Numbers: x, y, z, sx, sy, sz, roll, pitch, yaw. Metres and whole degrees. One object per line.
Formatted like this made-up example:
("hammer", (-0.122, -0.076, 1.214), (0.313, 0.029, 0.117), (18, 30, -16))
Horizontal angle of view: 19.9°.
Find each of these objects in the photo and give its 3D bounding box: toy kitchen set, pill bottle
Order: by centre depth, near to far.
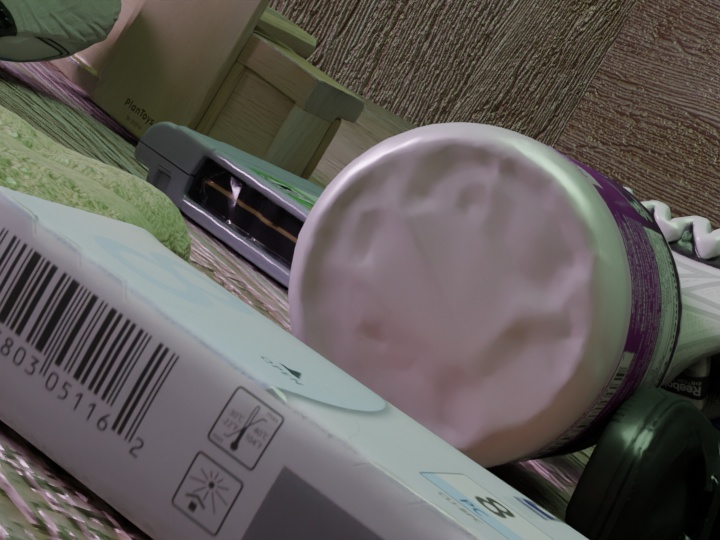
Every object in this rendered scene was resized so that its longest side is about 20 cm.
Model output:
("pill bottle", (0.055, 0.012, 0.733), (0.112, 0.113, 0.200), (32, 6, 16))
("toy kitchen set", (-0.038, -0.130, 1.129), (0.200, 0.164, 0.180), (38, 11, 35))

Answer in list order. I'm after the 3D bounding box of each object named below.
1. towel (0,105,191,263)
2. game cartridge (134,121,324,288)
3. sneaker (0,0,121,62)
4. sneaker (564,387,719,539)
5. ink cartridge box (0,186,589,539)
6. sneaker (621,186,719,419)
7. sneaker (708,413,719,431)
("towel", (-0.143, -0.043, 0.597), (0.199, 0.037, 0.148), (30, 7, -1))
("game cartridge", (0.000, 0.000, 0.934), (0.199, 0.041, 0.133), (35, 4, 33))
("sneaker", (-0.197, -0.136, 1.004), (0.072, 0.073, 0.199), (-14, -7, 29))
("sneaker", (0.148, 0.097, 0.738), (0.104, 0.060, 0.200), (28, 1, 23))
("ink cartridge box", (0.006, 0.049, 0.514), (0.159, 0.048, 0.200), (33, 9, 24))
("sneaker", (0.119, 0.016, 0.850), (0.198, 0.082, 0.075), (10, -26, 26))
("sneaker", (0.201, 0.078, 0.883), (0.198, 0.079, 0.070), (-20, 24, -23))
